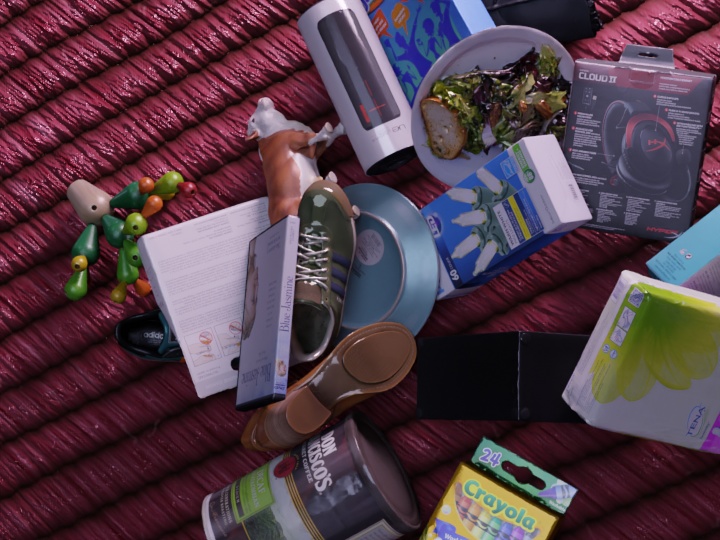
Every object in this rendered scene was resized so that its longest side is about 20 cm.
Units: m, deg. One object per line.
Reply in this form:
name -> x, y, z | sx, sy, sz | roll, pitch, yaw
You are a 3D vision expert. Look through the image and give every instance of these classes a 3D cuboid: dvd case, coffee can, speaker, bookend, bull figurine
dvd case -> -0.104, 0.050, 1.568 | 0.018, 0.143, 0.200 | 8, 77, -21
coffee can -> -0.054, 0.267, 1.582 | 0.200, 0.146, 0.147 | -31, 76, 11
speaker -> 0.002, -0.211, 1.632 | 0.081, 0.081, 0.200 | -26, 80, 12
bookend -> 0.194, 0.119, 1.542 | 0.200, 0.198, 0.092 | -9, 78, 60
bull figurine -> -0.071, -0.117, 1.648 | 0.121, 0.065, 0.200 | -23, 65, 31

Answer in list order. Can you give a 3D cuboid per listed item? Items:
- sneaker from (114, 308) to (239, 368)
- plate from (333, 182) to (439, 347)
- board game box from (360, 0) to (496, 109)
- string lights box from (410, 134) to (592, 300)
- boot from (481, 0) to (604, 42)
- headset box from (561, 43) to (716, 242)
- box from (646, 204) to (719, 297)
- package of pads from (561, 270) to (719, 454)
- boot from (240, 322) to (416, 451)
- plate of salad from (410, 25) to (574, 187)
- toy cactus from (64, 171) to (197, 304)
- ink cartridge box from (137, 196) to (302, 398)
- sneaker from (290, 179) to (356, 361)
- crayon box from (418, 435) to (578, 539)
sneaker -> -0.195, 0.079, 1.678 | 0.200, 0.080, 0.072 | -3, 82, 13
plate -> 0.000, 0.000, 1.628 | 0.200, 0.026, 0.201 | 0, 90, 36
board game box -> 0.063, -0.298, 1.624 | 0.152, 0.045, 0.200 | -44, 68, 49
string lights box -> 0.147, -0.055, 1.560 | 0.200, 0.059, 0.103 | -35, 73, 42
boot -> 0.180, -0.343, 1.619 | 0.168, 0.076, 0.201 | -14, 87, 18
headset box -> 0.297, -0.140, 1.535 | 0.148, 0.075, 0.200 | 9, 103, 15
box -> 0.399, -0.036, 1.499 | 0.200, 0.082, 0.049 | -38, 53, 0
package of pads -> 0.315, 0.097, 1.429 | 0.155, 0.200, 0.068 | -67, 28, 15
boot -> -0.039, 0.137, 1.594 | 0.200, 0.155, 0.077 | -42, 94, -29
plate of salad -> 0.153, -0.171, 1.561 | 0.200, 0.200, 0.048 | -41, 34, 8
toy cactus -> -0.295, -0.056, 1.733 | 0.165, 0.102, 0.200 | 42, 99, 35
ink cartridge box -> -0.151, 0.032, 1.658 | 0.161, 0.050, 0.200 | -19, 86, -18
sneaker -> -0.047, 0.009, 1.563 | 0.067, 0.090, 0.201 | 8, 114, 10
crayon box -> 0.137, 0.299, 1.572 | 0.126, 0.052, 0.200 | 28, 91, 17
